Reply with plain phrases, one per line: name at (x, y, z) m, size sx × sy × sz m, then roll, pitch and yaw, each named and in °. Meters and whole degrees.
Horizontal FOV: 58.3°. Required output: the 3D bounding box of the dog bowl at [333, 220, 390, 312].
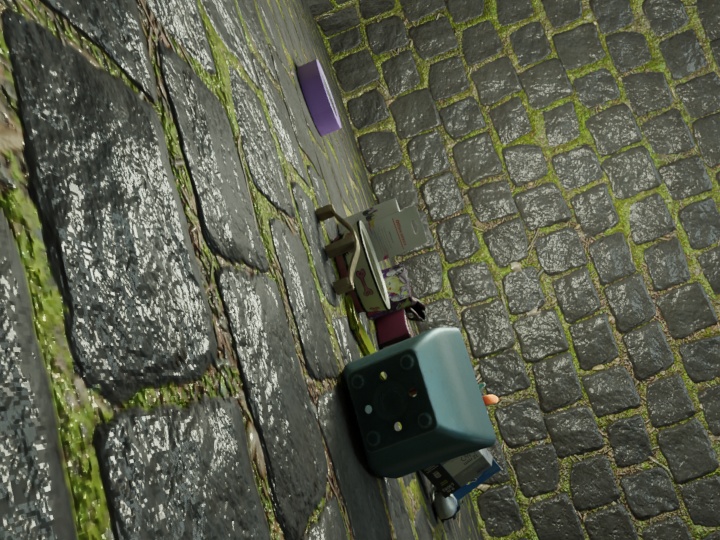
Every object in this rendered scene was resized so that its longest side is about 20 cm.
dog bowl at (0.000, 0.000, 1.402) m, size 0.200 × 0.072 × 0.206 m, roll -19°, pitch 91°, yaw -83°

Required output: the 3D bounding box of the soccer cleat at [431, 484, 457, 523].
soccer cleat at (0.217, 0.566, 1.665) m, size 0.200 × 0.068 × 0.089 m, roll -44°, pitch 115°, yaw -83°

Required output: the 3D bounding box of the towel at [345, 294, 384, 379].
towel at (0.011, 0.143, 1.332) m, size 0.087 × 0.018 × 0.202 m, roll -101°, pitch 171°, yaw -46°

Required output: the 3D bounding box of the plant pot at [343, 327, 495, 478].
plant pot at (0.074, 0.202, 0.994) m, size 0.199 × 0.192 × 0.201 m, roll 28°, pitch 42°, yaw -65°

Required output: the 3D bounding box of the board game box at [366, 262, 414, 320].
board game box at (0.067, 0.049, 1.640) m, size 0.201 × 0.117 × 0.033 m, roll -97°, pitch 162°, yaw -65°

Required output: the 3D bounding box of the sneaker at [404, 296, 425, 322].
sneaker at (0.119, 0.125, 1.739) m, size 0.202 × 0.113 × 0.077 m, roll 86°, pitch 27°, yaw -61°

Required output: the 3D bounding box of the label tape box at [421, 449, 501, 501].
label tape box at (0.234, 0.464, 1.540) m, size 0.201 × 0.142 × 0.066 m, roll 50°, pitch 11°, yaw -15°

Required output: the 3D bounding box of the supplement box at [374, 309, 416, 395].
supplement box at (0.109, 0.215, 1.675) m, size 0.111 × 0.083 × 0.203 m, roll -98°, pitch 168°, yaw -57°

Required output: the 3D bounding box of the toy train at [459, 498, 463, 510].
toy train at (0.251, 0.591, 1.836) m, size 0.114 × 0.083 × 0.205 m, roll -63°, pitch 144°, yaw -64°

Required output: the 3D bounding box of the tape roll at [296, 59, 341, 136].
tape roll at (-0.118, -0.498, 1.865) m, size 0.200 × 0.064 × 0.205 m, roll -20°, pitch 91°, yaw -83°

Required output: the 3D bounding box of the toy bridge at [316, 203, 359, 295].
toy bridge at (-0.036, -0.046, 1.246) m, size 0.027 × 0.066 × 0.204 m, roll 60°, pitch 12°, yaw -56°

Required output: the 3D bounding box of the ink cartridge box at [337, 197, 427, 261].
ink cartridge box at (0.054, -0.095, 1.577) m, size 0.069 × 0.195 × 0.117 m, roll -102°, pitch 170°, yaw -55°

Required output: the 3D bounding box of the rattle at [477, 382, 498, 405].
rattle at (0.227, 0.353, 1.594) m, size 0.141 × 0.197 × 0.133 m, roll 24°, pitch 48°, yaw -44°
